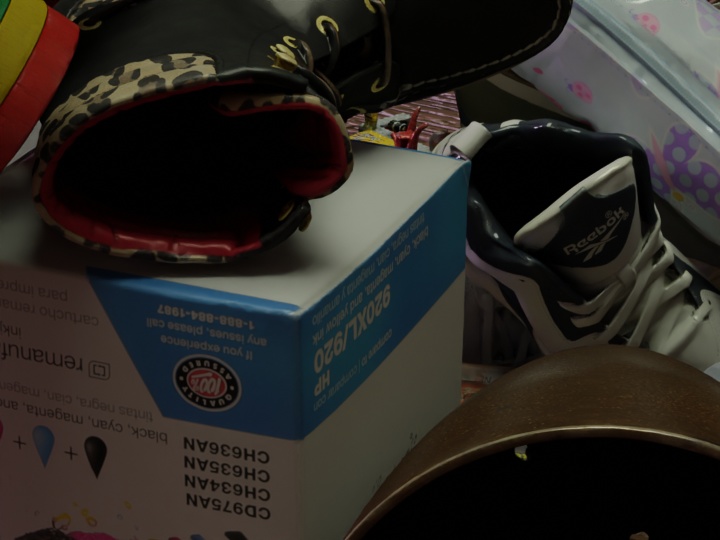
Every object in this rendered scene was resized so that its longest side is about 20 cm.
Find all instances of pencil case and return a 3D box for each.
[{"bbox_3d":[0.145,-0.068,1.058,0.200,0.083,0.091,42,22,13],"label":"pencil case"}]

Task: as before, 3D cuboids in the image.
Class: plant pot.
[{"bbox_3d":[0.080,0.103,0.809,0.187,0.187,0.200,3,18,5],"label":"plant pot"}]

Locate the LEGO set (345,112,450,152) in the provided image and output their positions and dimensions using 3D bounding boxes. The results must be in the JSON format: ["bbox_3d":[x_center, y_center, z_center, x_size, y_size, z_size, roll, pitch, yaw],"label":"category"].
[{"bbox_3d":[-0.034,-0.032,1.191,0.154,0.116,0.200,-12,25,-27],"label":"LEGO set"}]

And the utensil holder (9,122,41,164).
[{"bbox_3d":[-0.207,-0.028,1.075,0.170,0.200,0.170,0,22,0],"label":"utensil holder"}]

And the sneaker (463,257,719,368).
[{"bbox_3d":[0.096,0.020,1.130,0.200,0.074,0.116,-16,25,-37],"label":"sneaker"}]

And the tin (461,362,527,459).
[{"bbox_3d":[0.005,0.075,1.045,0.200,0.042,0.112,5,19,9],"label":"tin"}]

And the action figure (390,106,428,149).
[{"bbox_3d":[0.000,0.000,1.028,0.065,0.099,0.200,3,27,-16],"label":"action figure"}]

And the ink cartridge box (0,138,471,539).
[{"bbox_3d":[-0.056,0.065,0.857,0.147,0.200,0.145,10,27,21],"label":"ink cartridge box"}]

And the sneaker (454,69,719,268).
[{"bbox_3d":[0.126,-0.050,1.147,0.200,0.090,0.067,36,63,9],"label":"sneaker"}]

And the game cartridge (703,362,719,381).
[{"bbox_3d":[0.240,0.084,0.938,0.200,0.041,0.133,13,14,-25],"label":"game cartridge"}]

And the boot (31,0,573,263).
[{"bbox_3d":[-0.019,-0.064,0.808,0.200,0.073,0.151,-5,24,-3],"label":"boot"}]

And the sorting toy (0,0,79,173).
[{"bbox_3d":[-0.148,-0.065,0.772,0.070,0.200,0.199,35,42,-19],"label":"sorting toy"}]

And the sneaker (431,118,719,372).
[{"bbox_3d":[0.108,0.003,1.033,0.199,0.079,0.130,46,-5,9],"label":"sneaker"}]

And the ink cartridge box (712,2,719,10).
[{"bbox_3d":[0.160,-0.068,1.284,0.200,0.116,0.068,-19,30,-37],"label":"ink cartridge box"}]
